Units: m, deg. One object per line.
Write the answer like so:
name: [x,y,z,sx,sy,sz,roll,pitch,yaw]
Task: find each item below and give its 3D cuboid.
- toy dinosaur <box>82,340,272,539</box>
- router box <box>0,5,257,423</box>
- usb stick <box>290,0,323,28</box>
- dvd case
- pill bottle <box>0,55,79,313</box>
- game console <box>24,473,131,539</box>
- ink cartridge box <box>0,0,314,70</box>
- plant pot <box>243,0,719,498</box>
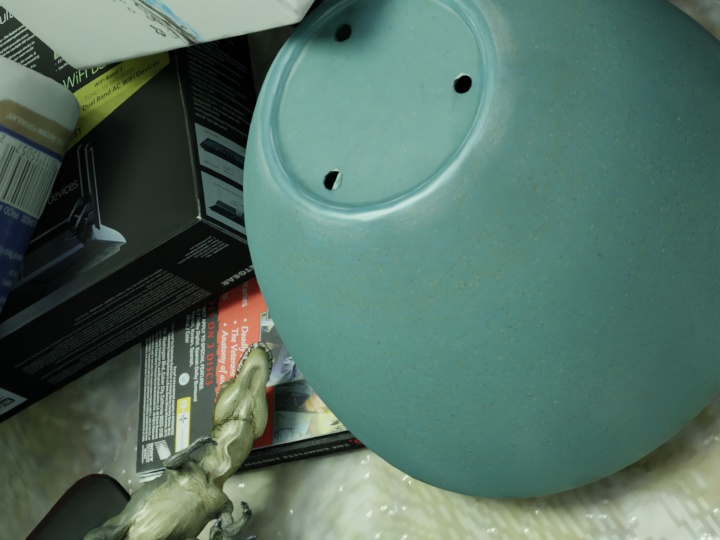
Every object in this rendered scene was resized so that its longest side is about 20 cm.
toy dinosaur: [-0.087,0.111,1.010,0.200,0.048,0.088,-44,16,-12]
router box: [-0.131,-0.035,1.135,0.199,0.052,0.158,-29,54,29]
usb stick: [0.030,-0.132,1.051,0.055,0.033,0.200,-38,12,-30]
dvd case: [0.000,0.000,1.075,0.199,0.022,0.147,-14,62,28]
pill bottle: [-0.194,0.005,1.057,0.111,0.111,0.201,20,86,36]
game console: [-0.133,0.189,1.015,0.200,0.172,0.119,46,130,37]
ink cartridge box: [-0.075,-0.180,0.987,0.148,0.145,0.200,-56,23,-19]
plant pot: [0.035,-0.035,0.972,0.199,0.135,0.201,-12,63,26]
